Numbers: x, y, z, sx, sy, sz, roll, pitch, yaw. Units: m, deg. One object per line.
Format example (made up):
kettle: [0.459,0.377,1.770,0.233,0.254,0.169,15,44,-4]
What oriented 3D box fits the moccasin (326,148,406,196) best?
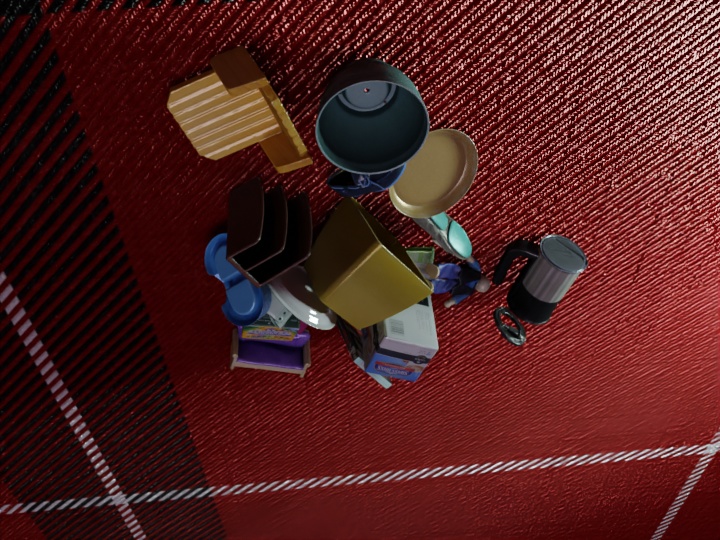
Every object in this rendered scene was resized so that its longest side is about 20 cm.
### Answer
moccasin: [0.007,-0.183,1.501,0.068,0.081,0.199,9,158,-36]

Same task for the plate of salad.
plate of salad: [-0.130,0.049,1.597,0.199,0.201,0.048,32,114,-34]

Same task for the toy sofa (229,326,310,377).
toy sofa: [-0.223,0.197,1.930,0.198,0.083,0.098,10,137,-17]

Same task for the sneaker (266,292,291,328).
sneaker: [-0.136,0.078,1.704,0.199,0.119,0.074,23,176,-21]

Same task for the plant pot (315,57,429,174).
plant pot: [0.016,-0.292,1.383,0.198,0.135,0.201,-3,139,-3]

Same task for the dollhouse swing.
dollhouse swing: [-0.222,-0.256,1.380,0.175,0.182,0.201,-32,136,-2]

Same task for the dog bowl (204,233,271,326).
dog bowl: [-0.254,0.018,1.638,0.111,0.202,0.049,-27,171,26]

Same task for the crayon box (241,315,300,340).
crayon box: [-0.212,0.127,1.810,0.124,0.052,0.200,4,166,-9]

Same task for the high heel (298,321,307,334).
high heel: [-0.094,0.086,1.830,0.095,0.068,0.201,16,131,-8]

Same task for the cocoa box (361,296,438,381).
cocoa box: [0.084,0.127,1.764,0.132,0.201,0.132,14,133,-17]

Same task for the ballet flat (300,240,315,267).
ballet flat: [-0.167,-0.041,1.678,0.198,0.068,0.076,12,100,-22]

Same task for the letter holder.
letter holder: [-0.177,-0.093,1.526,0.141,0.201,0.101,-28,131,19]

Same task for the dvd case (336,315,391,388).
dvd case: [-0.002,0.177,1.851,0.022,0.201,0.146,-39,132,8]

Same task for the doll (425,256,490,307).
doll: [0.224,0.027,1.796,0.199,0.048,0.138,3,115,-39]

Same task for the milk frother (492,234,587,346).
milk frother: [0.400,0.049,1.759,0.179,0.201,0.189,10,135,-12]

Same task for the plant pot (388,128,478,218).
plant pot: [0.141,-0.196,1.547,0.198,0.028,0.201,-15,132,-17]

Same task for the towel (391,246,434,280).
towel: [0.096,0.024,1.819,0.147,0.031,0.201,-3,138,-4]

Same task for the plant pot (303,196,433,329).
plant pot: [0.000,0.000,1.618,0.176,0.200,0.200,-43,129,9]

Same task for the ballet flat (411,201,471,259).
ballet flat: [0.173,-0.091,1.690,0.063,0.068,0.200,-3,146,40]
